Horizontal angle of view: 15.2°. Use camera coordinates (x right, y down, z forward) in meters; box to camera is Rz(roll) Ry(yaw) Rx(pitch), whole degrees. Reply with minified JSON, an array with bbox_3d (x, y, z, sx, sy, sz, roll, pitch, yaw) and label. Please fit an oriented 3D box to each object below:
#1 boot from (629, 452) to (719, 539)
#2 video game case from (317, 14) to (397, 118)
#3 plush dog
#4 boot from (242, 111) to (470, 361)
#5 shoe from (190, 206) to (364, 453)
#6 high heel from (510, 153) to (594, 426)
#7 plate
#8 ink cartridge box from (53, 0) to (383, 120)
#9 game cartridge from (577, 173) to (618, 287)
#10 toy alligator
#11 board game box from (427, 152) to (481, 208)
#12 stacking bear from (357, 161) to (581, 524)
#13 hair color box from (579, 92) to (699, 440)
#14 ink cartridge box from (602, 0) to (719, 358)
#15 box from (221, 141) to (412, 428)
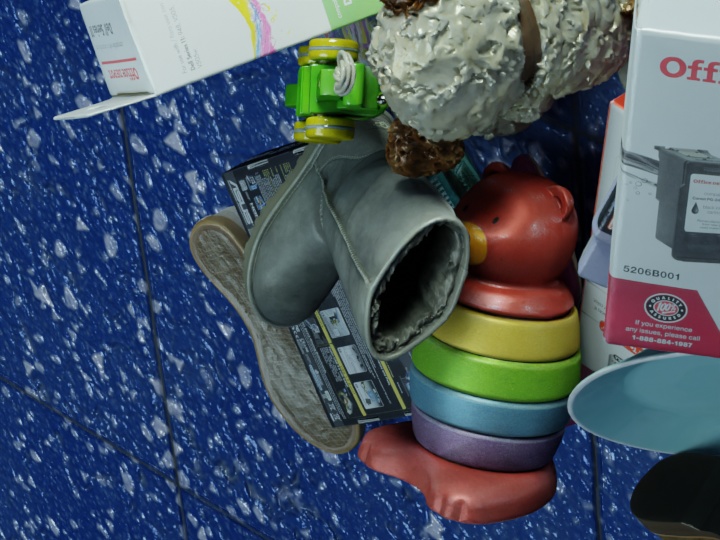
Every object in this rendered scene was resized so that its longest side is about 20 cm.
[{"bbox_3d":[0.246,0.156,1.566,0.075,0.074,0.200,48,161,-26],"label":"boot"},{"bbox_3d":[-0.002,-0.182,1.724,0.200,0.018,0.144,49,154,50],"label":"video game case"},{"bbox_3d":[0.078,-0.138,1.568,0.160,0.172,0.201,26,132,42],"label":"plush dog"},{"bbox_3d":[-0.002,0.001,1.670,0.182,0.072,0.200,-68,29,25],"label":"boot"},{"bbox_3d":[-0.050,0.040,1.982,0.070,0.053,0.200,-29,93,38],"label":"shoe"},{"bbox_3d":[0.094,0.023,1.729,0.067,0.096,0.200,-103,-1,-58],"label":"high heel"},{"bbox_3d":[0.218,0.068,1.548,0.200,0.200,0.026,-36,48,57],"label":"plate"},{"bbox_3d":[-0.100,-0.156,1.678,0.068,0.199,0.117,71,163,-9],"label":"ink cartridge box"},{"bbox_3d":[0.213,-0.049,1.487,0.129,0.038,0.200,21,127,-6],"label":"game cartridge"},{"bbox_3d":[-0.004,-0.108,1.621,0.200,0.054,0.060,176,96,-79],"label":"toy alligator"},{"bbox_3d":[0.031,-0.016,1.853,0.136,0.028,0.200,60,146,3],"label":"board game box"},{"bbox_3d":[0.084,0.037,1.652,0.121,0.113,0.201,30,117,49],"label":"stacking bear"},{"bbox_3d":[0.192,-0.009,1.611,0.101,0.061,0.200,36,139,32],"label":"hair color box"},{"bbox_3d":[0.207,-0.055,1.412,0.145,0.083,0.201,8,126,8],"label":"ink cartridge box"},{"bbox_3d":[-0.002,0.004,1.841,0.161,0.049,0.201,-15,101,57],"label":"box"}]
